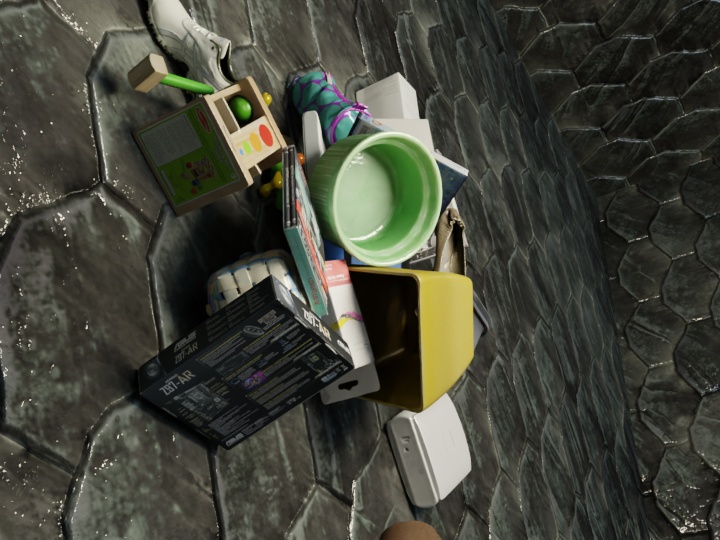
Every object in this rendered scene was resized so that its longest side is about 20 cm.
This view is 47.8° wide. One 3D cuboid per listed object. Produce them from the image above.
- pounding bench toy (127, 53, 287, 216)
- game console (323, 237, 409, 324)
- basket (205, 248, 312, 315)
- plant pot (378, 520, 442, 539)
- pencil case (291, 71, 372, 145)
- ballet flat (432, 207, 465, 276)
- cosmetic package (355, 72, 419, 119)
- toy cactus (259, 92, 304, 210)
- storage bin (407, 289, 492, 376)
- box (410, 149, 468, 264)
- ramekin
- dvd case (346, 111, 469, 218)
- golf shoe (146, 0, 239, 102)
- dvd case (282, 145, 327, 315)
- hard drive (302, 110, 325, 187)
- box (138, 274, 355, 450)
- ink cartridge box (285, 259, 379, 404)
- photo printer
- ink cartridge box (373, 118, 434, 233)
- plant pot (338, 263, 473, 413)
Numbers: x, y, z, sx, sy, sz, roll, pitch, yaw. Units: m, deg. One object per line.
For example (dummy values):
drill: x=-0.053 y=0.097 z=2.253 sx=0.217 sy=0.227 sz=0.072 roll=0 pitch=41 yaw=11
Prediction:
pounding bench toy: x=-0.210 y=-0.206 z=1.099 sx=0.201 sy=0.124 sz=0.156 roll=63 pitch=27 yaw=-14
game console: x=0.000 y=0.000 z=1.313 sx=0.116 sy=0.175 sz=0.201 roll=-125 pitch=-144 yaw=-81
basket: x=-0.129 y=0.054 z=1.088 sx=0.200 sy=0.139 sz=0.177 roll=87 pitch=-17 yaw=-86
plant pot: x=0.078 y=0.472 z=1.173 sx=0.187 sy=0.186 sz=0.200 roll=53 pitch=17 yaw=-31
pencil case: x=-0.050 y=-0.278 z=1.403 sx=0.085 sy=0.093 sz=0.200 roll=14 pitch=24 yaw=-34
ballet flat: x=0.154 y=-0.009 z=1.365 sx=0.067 sy=0.046 sz=0.201 roll=11 pitch=74 yaw=-31
cosmetic package: x=0.061 y=-0.295 z=1.690 sx=0.081 sy=0.113 sz=0.201 roll=31 pitch=48 yaw=-52
toy cactus: x=-0.138 y=-0.199 z=1.286 sx=0.200 sy=0.102 sz=0.165 roll=59 pitch=18 yaw=-4
storage bin: x=0.111 y=0.116 z=1.435 sx=0.146 sy=0.199 sz=0.135 roll=55 pitch=40 yaw=-29
box: x=0.109 y=-0.118 z=1.606 sx=0.048 sy=0.158 sz=0.201 roll=9 pitch=65 yaw=-72
ramekin: x=0.017 y=-0.113 z=1.232 sx=0.199 sy=0.098 sz=0.201 roll=-9 pitch=106 yaw=-32
dvd case: x=0.059 y=-0.158 z=1.326 sx=0.199 sy=0.143 sz=0.018 roll=28 pitch=48 yaw=-3
golf shoe: x=-0.230 y=-0.328 z=1.175 sx=0.200 sy=0.097 sz=0.078 roll=62 pitch=30 yaw=-14
dvd case: x=-0.074 y=-0.056 z=1.083 sx=0.200 sy=0.022 sz=0.146 roll=-96 pitch=171 yaw=-51
hard drive: x=-0.065 y=-0.150 z=1.352 sx=0.200 sy=0.026 sz=0.132 roll=76 pitch=8 yaw=-63
box: x=-0.131 y=0.114 z=0.952 sx=0.160 sy=0.200 sz=0.044 roll=45 pitch=16 yaw=-40
ink cartridge box: x=-0.056 y=0.096 z=1.196 sx=0.067 sy=0.116 sz=0.201 roll=-9 pitch=80 yaw=-57
photo printer: x=0.132 y=0.314 z=1.466 sx=0.200 sy=0.069 sz=0.167 roll=-12 pitch=84 yaw=-63
ink cartridge box: x=0.051 y=-0.155 z=1.482 sx=0.144 sy=0.147 sz=0.201 roll=-2 pitch=69 yaw=-17
plant pot: x=0.070 y=0.085 z=1.255 sx=0.176 sy=0.200 sz=0.201 roll=-11 pitch=102 yaw=-46
